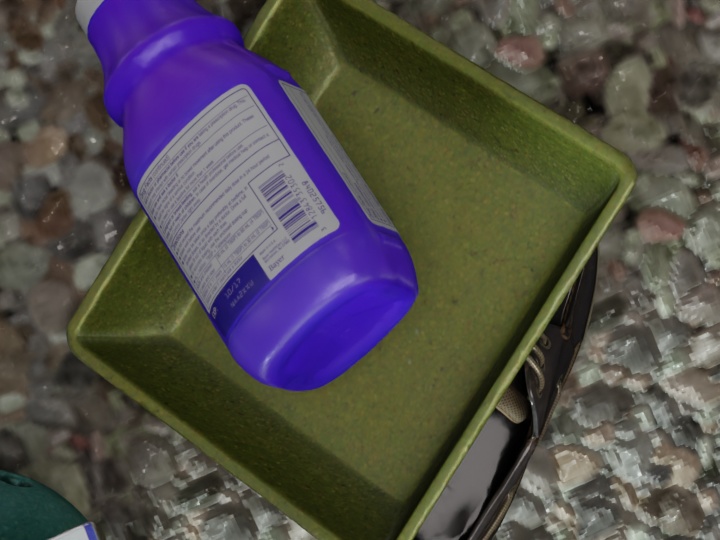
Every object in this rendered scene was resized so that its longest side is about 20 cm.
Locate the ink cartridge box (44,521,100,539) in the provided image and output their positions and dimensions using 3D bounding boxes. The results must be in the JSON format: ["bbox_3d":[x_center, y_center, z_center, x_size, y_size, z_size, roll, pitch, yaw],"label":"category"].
[{"bbox_3d":[-0.173,0.196,1.050,0.200,0.047,0.198,-24,127,-11],"label":"ink cartridge box"}]

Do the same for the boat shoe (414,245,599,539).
[{"bbox_3d":[0.061,0.046,1.192,0.074,0.073,0.200,15,95,-6],"label":"boat shoe"}]

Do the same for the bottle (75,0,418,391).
[{"bbox_3d":[-0.055,-0.046,1.133,0.084,0.065,0.200,-44,61,18],"label":"bottle"}]

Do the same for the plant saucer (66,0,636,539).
[{"bbox_3d":[0.000,0.000,1.157,0.200,0.048,0.200,34,94,30],"label":"plant saucer"}]

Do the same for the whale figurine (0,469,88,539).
[{"bbox_3d":[-0.182,0.132,1.126,0.159,0.200,0.104,24,96,35],"label":"whale figurine"}]
